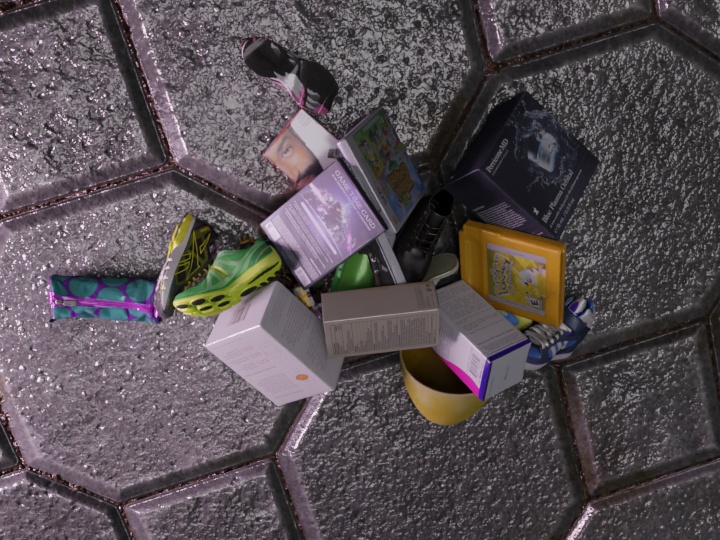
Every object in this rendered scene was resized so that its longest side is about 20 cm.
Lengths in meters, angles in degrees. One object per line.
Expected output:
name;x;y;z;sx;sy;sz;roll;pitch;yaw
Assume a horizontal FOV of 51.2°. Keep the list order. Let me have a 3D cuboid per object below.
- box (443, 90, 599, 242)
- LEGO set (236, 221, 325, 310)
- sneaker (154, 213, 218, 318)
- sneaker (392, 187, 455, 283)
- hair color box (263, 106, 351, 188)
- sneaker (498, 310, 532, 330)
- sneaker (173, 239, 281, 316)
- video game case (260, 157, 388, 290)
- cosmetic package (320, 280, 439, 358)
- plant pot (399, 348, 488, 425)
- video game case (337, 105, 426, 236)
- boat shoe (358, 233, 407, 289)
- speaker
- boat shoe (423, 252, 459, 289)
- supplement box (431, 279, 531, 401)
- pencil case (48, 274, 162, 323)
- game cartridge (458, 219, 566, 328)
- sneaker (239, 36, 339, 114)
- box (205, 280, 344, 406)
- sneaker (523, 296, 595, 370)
box;0.291;-0.173;1.348;0.200;0.117;0.197;38;67;-14
LEGO set;-0.143;0.009;1.382;0.153;0.116;0.201;-14;105;-3
sneaker;-0.308;-0.005;1.347;0.084;0.074;0.201;20;67;-20
sneaker;0.108;-0.055;1.361;0.074;0.106;0.201;20;73;-11
hair color box;-0.066;-0.189;1.370;0.200;0.064;0.111;39;98;-13
sneaker;0.277;0.029;1.458;0.104;0.076;0.201;-10;106;-3
sneaker;-0.236;0.014;1.318;0.199;0.084;0.074;-29;149;-9
video game case;-0.065;-0.075;1.279;0.200;0.019;0.143;-35;87;28
cosmetic package;0.035;0.086;1.309;0.199;0.073;0.104;-5;135;-1
plant pot;0.170;0.213;1.449;0.199;0.200;0.142;-2;129;-6
video game case;0.044;-0.180;1.323;0.022;0.200;0.183;-21;108;29
boat shoe;0.018;-0.045;1.299;0.056;0.069;0.201;-27;107;-2
speaker;0.000;0.000;1.384;0.088;0.088;0.201;17;99;-10
boat shoe;0.099;0.028;1.443;0.199;0.075;0.066;-22;135;6
supplement box;0.202;0.123;1.370;0.103;0.200;0.102;-20;135;-27
pencil case;-0.462;0.054;1.370;0.199;0.092;0.086;3;104;-8
game cartridge;0.272;0.006;1.364;0.199;0.032;0.177;16;132;31
sneaker;-0.125;-0.354;1.317;0.200;0.086;0.080;32;101;-35
box;-0.149;0.137;1.366;0.152;0.107;0.200;-21;126;35
sneaker;0.371;0.106;1.444;0.199;0.081;0.147;-5;129;-39
